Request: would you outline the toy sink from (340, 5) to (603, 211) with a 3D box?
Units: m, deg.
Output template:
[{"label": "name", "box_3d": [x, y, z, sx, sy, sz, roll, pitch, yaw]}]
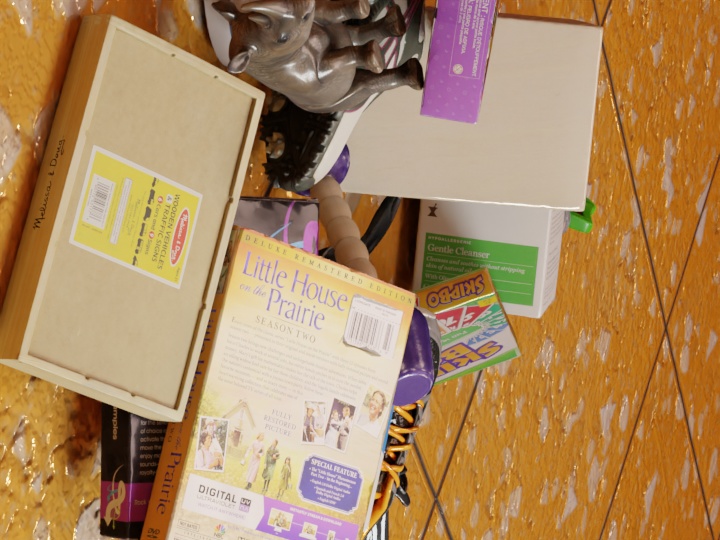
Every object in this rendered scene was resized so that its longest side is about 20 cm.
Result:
[{"label": "toy sink", "box_3d": [0.058, -0.119, 1.807, 0.112, 0.198, 0.132, -131, -135, -79]}]

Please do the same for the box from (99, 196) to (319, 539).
[{"label": "box", "box_3d": [-0.088, 0.055, 1.522, 0.142, 0.036, 0.202, 2, 90, -41]}]

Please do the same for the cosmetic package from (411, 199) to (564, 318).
[{"label": "cosmetic package", "box_3d": [0.104, -0.075, 1.972, 0.085, 0.107, 0.202, -41, 136, -73]}]

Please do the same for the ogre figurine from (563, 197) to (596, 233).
[{"label": "ogre figurine", "box_3d": [0.138, -0.048, 2.089, 0.120, 0.097, 0.202, -43, 140, -63]}]

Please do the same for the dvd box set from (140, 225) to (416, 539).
[{"label": "dvd box set", "box_3d": [-0.047, 0.089, 1.513, 0.146, 0.029, 0.202, 20, 78, -39]}]

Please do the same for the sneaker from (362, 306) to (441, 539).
[{"label": "sneaker", "box_3d": [0.006, 0.118, 1.754, 0.078, 0.077, 0.201, 18, 105, -27]}]

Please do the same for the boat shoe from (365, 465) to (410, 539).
[{"label": "boat shoe", "box_3d": [0.005, 0.147, 1.847, 0.075, 0.062, 0.202, -126, -138, -73]}]

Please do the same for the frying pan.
[{"label": "frying pan", "box_3d": [-0.019, 0.002, 1.795, 0.115, 0.031, 0.191, 61, 41, -63]}]

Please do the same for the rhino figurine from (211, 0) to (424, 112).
[{"label": "rhino figurine", "box_3d": [-0.032, -0.134, 1.534, 0.200, 0.087, 0.060, 17, 62, -70]}]

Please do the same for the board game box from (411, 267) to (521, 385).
[{"label": "board game box", "box_3d": [0.064, 0.049, 1.916, 0.200, 0.095, 0.030, 56, 15, -74]}]

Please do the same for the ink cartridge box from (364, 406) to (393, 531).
[{"label": "ink cartridge box", "box_3d": [-0.062, 0.089, 1.638, 0.200, 0.067, 0.117, 28, 72, -53]}]

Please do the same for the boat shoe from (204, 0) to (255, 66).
[{"label": "boat shoe", "box_3d": [-0.049, -0.221, 1.575, 0.071, 0.069, 0.202, -8, 105, -68]}]

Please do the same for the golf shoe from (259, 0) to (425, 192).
[{"label": "golf shoe", "box_3d": [0.001, -0.136, 1.683, 0.088, 0.077, 0.201, 30, 75, -39]}]

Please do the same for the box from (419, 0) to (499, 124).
[{"label": "box", "box_3d": [0.071, -0.184, 1.629, 0.200, 0.039, 0.138, -74, 173, -72]}]

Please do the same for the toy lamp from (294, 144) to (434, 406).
[{"label": "toy lamp", "box_3d": [0.000, 0.000, 1.662, 0.058, 0.058, 0.201, 67, 2, -55]}]

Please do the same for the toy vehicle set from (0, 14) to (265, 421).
[{"label": "toy vehicle set", "box_3d": [-0.128, -0.028, 1.441, 0.124, 0.026, 0.202, 26, 73, -42]}]
